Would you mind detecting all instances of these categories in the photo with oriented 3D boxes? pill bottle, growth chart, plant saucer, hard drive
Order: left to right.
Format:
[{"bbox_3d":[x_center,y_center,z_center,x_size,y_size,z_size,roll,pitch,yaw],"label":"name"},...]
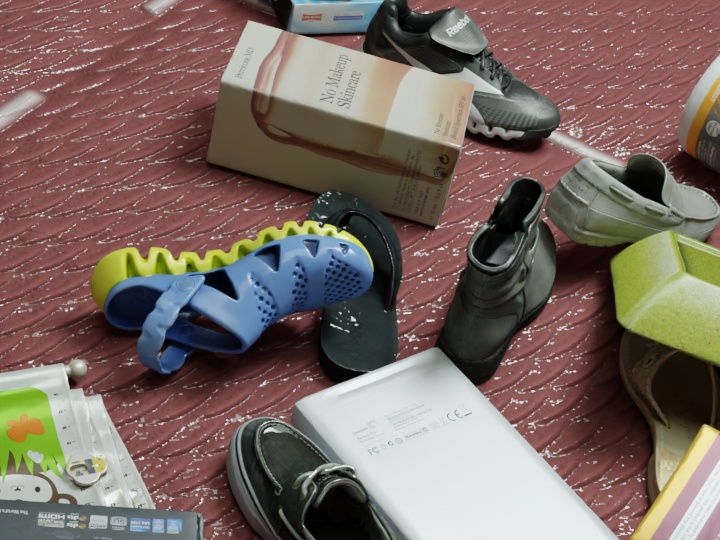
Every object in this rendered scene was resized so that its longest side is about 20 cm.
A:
[{"bbox_3d":[-0.203,0.130,1.012,0.144,0.018,0.200,-15,47,-30],"label":"growth chart"},{"bbox_3d":[0.062,0.142,1.074,0.131,0.027,0.200,-18,49,-34],"label":"hard drive"},{"bbox_3d":[0.289,0.030,1.190,0.199,0.048,0.200,21,16,1],"label":"plant saucer"},{"bbox_3d":[0.387,-0.106,1.394,0.200,0.117,0.116,37,44,24],"label":"pill bottle"}]

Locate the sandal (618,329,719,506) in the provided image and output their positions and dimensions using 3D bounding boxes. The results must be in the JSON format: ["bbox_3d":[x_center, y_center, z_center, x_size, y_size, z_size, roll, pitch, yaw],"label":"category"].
[{"bbox_3d":[0.239,0.088,1.157,0.077,0.070,0.212,10,40,-6],"label":"sandal"}]

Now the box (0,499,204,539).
[{"bbox_3d":[-0.188,0.208,0.889,0.198,0.044,0.161,6,49,-11],"label":"box"}]

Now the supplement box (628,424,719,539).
[{"bbox_3d":[0.270,0.204,1.003,0.199,0.086,0.110,31,55,17],"label":"supplement box"}]

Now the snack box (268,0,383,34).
[{"bbox_3d":[-0.046,-0.299,1.543,0.115,0.037,0.201,-6,44,-24],"label":"snack box"}]

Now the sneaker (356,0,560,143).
[{"bbox_3d":[0.089,-0.182,1.408,0.199,0.091,0.067,26,42,13],"label":"sneaker"}]

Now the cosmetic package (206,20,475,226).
[{"bbox_3d":[-0.015,-0.122,1.307,0.199,0.088,0.104,14,41,0],"label":"cosmetic package"}]

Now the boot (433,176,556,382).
[{"bbox_3d":[0.118,-0.018,1.194,0.067,0.131,0.200,22,40,9],"label":"boot"}]

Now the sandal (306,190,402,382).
[{"bbox_3d":[0.001,0.001,1.201,0.075,0.048,0.201,5,42,-11],"label":"sandal"}]

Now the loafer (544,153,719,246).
[{"bbox_3d":[0.234,-0.058,1.302,0.199,0.070,0.070,-2,38,-45],"label":"loafer"}]

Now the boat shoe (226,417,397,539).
[{"bbox_3d":[-0.017,0.153,1.000,0.072,0.071,0.200,-16,48,-32],"label":"boat shoe"}]

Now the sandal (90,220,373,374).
[{"bbox_3d":[-0.086,0.024,1.119,0.199,0.080,0.087,-12,48,-4],"label":"sandal"}]
